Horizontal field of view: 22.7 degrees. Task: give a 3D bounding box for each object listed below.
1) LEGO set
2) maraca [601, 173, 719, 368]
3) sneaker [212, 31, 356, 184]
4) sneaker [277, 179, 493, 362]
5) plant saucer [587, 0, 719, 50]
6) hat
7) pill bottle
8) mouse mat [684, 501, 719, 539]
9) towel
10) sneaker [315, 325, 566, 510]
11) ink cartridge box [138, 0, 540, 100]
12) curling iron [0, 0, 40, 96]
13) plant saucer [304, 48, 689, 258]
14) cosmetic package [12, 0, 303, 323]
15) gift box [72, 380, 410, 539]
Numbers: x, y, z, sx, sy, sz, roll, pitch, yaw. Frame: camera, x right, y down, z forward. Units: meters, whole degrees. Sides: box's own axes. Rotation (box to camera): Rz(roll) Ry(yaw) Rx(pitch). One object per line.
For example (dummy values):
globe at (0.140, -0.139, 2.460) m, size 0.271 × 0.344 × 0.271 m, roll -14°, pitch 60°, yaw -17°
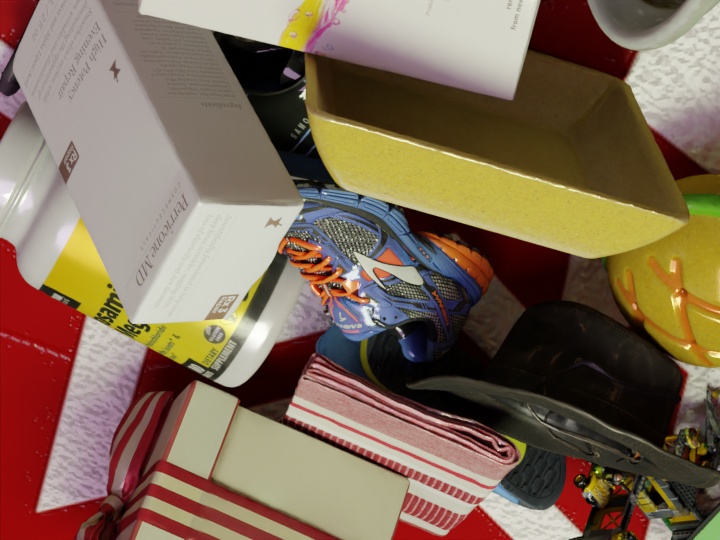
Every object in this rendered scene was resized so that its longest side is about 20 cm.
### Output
LEGO set at (0.234, 0.190, 1.161) m, size 0.116 × 0.154 × 0.200 m, roll -13°, pitch 120°, yaw 41°
maraca at (0.221, -0.004, 1.028) m, size 0.137 × 0.107 × 0.200 m, roll 30°, pitch 154°, yaw -18°
sneaker at (0.000, -0.095, 1.044) m, size 0.199 × 0.070 × 0.078 m, roll 6°, pitch 134°, yaw 8°
sneaker at (0.000, 0.000, 1.062) m, size 0.200 × 0.079 × 0.075 m, roll 25°, pitch 167°, yaw -36°
plant saucer at (0.165, -0.203, 0.858) m, size 0.050 × 0.201 × 0.201 m, roll 5°, pitch 130°, yaw -16°
hat at (0.130, 0.064, 1.069) m, size 0.200 × 0.081 × 0.201 m, roll 18°, pitch 172°, yaw 3°
pill bottle at (-0.138, -0.019, 1.102) m, size 0.199 × 0.113 × 0.113 m, roll 28°, pitch 127°, yaw -10°
mouse mat at (0.292, 0.171, 1.143) m, size 0.200 × 0.008 × 0.161 m, roll -44°, pitch 116°, yaw -13°
towel at (0.016, 0.120, 1.177) m, size 0.144 × 0.023 × 0.200 m, roll 24°, pitch 157°, yaw -1°
sneaker at (0.054, 0.093, 1.191) m, size 0.200 × 0.066 × 0.078 m, roll 38°, pitch 153°, yaw -25°
ink cartridge box at (0.003, -0.202, 0.912) m, size 0.199 × 0.147 × 0.145 m, roll 13°, pitch 129°, yaw 1°
curling iron at (-0.173, -0.177, 1.041) m, size 0.049 × 0.026 × 0.200 m, roll -2°, pitch 143°, yaw -36°
plant saucer at (0.058, -0.074, 0.950) m, size 0.199 × 0.200 × 0.049 m, roll 15°, pitch 114°, yaw -10°
cosmetic package at (-0.118, -0.078, 1.003) m, size 0.074 × 0.200 × 0.102 m, roll -1°, pitch 139°, yaw -38°
gift box at (-0.102, 0.199, 1.198) m, size 0.186 × 0.185 × 0.200 m, roll 25°, pitch 151°, yaw -11°
